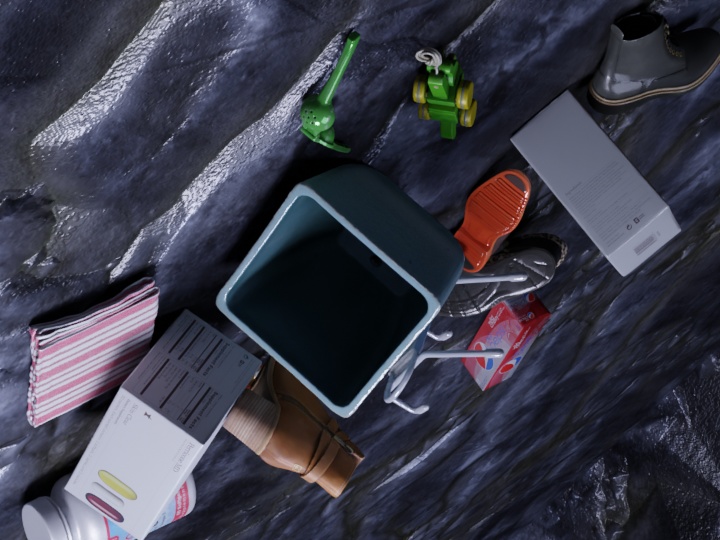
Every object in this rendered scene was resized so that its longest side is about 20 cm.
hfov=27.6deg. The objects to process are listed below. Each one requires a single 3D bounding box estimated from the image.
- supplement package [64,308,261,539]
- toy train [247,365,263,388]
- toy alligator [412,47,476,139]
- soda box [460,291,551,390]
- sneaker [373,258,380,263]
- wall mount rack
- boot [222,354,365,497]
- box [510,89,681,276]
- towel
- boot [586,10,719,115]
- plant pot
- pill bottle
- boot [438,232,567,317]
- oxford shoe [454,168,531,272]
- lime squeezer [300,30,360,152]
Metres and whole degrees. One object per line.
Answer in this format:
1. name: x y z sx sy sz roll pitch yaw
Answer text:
1. supplement package: -0.223 0.176 1.653 0.200 0.111 0.156 -57 180 40
2. toy train: -0.113 0.131 1.833 0.150 0.056 0.200 -13 174 33
3. toy alligator: 0.088 -0.201 1.528 0.200 0.059 0.054 65 37 -67
4. soda box: 0.232 0.109 2.350 0.063 0.070 0.200 -23 155 -29
5. sneaker: 0.025 0.031 1.848 0.200 0.086 0.080 -43 153 11
6. wall mount rack: 0.100 0.071 1.648 0.174 0.074 0.200 -46 -163 48
7. boot: -0.055 0.164 1.667 0.077 0.155 0.200 -57 180 26
8. box: 0.294 -0.108 1.825 0.097 0.200 0.124 -40 159 8
9. towel: -0.290 0.088 1.568 0.146 0.030 0.200 -26 158 -27
10. boot: 0.377 -0.277 1.789 0.200 0.078 0.139 -30 153 -21
11. plant pot: 0.000 0.000 1.618 0.196 0.196 0.200 -52 175 32
12. pill bottle: -0.314 0.291 1.827 0.199 0.109 0.109 -22 154 -34
13. boot: 0.192 0.002 2.049 0.199 0.073 0.151 -20 -175 23
14. oxford shoe: 0.178 -0.079 1.909 0.073 0.071 0.200 -43 172 -35
15. lime squeezer: -0.034 -0.157 1.464 0.200 0.038 0.071 94 21 -61
